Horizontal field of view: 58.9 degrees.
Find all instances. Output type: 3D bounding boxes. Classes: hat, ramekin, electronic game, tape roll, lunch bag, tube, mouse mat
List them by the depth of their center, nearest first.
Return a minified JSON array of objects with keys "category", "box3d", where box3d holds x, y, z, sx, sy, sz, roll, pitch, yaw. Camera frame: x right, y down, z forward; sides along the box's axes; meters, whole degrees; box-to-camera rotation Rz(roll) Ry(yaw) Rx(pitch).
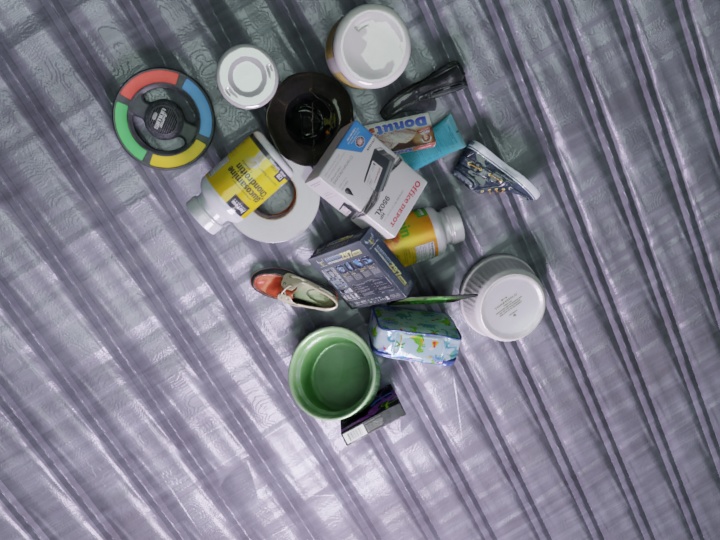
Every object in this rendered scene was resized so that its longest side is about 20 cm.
[{"category":"electronic game","box3d":[-0.391,-0.301,1.271,0.198,0.042,0.202,-3,106,-9]},{"category":"hat","box3d":[-0.114,-0.306,1.293,0.199,0.081,0.202,-8,105,-34]},{"category":"tape roll","box3d":[-0.186,-0.162,1.333,0.199,0.066,0.202,-3,106,-10]},{"category":"tube","box3d":[0.129,-0.255,1.377,0.199,0.050,0.078,-30,103,-5]},{"category":"mouse mat","box3d":[0.152,0.065,1.393,0.160,0.200,0.008,-2,84,-10]},{"category":"ramekin","box3d":[-0.050,0.230,1.405,0.198,0.098,0.202,-4,75,15]},{"category":"lunch bag","box3d":[0.118,0.141,1.423,0.198,0.161,0.083,8,109,-10]},{"category":"ramekin","box3d":[0.335,0.071,1.476,0.201,0.094,0.204,-3,106,-10]}]

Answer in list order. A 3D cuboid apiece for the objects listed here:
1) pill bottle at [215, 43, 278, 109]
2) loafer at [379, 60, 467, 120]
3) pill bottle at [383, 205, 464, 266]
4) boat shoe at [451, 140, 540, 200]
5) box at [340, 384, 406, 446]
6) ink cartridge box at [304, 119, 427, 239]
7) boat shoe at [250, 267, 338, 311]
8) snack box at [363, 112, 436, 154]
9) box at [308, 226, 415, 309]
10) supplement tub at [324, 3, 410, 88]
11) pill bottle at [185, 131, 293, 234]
[{"category":"pill bottle","box3d":[-0.213,-0.363,1.202,0.110,0.200,0.112,-3,105,-10]},{"category":"loafer","box3d":[0.134,-0.364,1.334,0.200,0.068,0.071,-31,98,-4]},{"category":"pill bottle","box3d":[0.120,-0.074,1.388,0.199,0.111,0.112,-18,108,-5]},{"category":"boat shoe","box3d":[0.298,-0.195,1.414,0.200,0.071,0.091,34,98,-10]},{"category":"box","box3d":[0.023,0.321,1.434,0.142,0.200,0.036,-28,91,-2]},{"category":"ink cartridge box","box3d":[0.014,-0.176,1.276,0.200,0.084,0.145,37,75,-19]},{"category":"boat shoe","box3d":[-0.144,0.045,1.400,0.199,0.063,0.072,16,104,-13]},{"category":"snack box","box3d":[0.055,-0.278,1.347,0.198,0.024,0.072,-13,76,-4]},{"category":"box","box3d":[0.000,0.000,1.347,0.158,0.199,0.051,49,56,-17]},{"category":"supplement tub","box3d":[0.008,-0.425,1.225,0.144,0.200,0.147,-3,106,-9]},{"category":"pill bottle","box3d":[-0.235,-0.165,1.231,0.200,0.112,0.112,-41,108,2]}]
